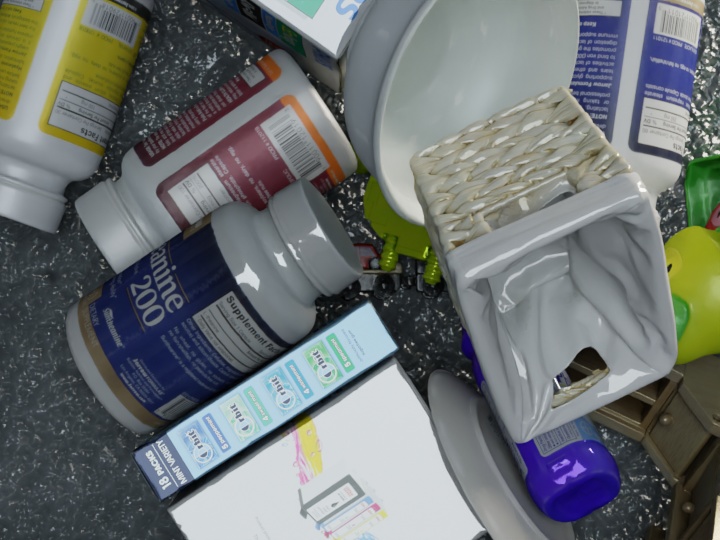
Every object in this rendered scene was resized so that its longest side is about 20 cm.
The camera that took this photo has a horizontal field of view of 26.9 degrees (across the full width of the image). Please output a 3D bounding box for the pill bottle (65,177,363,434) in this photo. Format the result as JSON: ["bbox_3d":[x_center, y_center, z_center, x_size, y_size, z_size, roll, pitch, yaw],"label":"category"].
[{"bbox_3d":[-0.102,0.021,1.078,0.199,0.111,0.112,-32,90,10],"label":"pill bottle"}]

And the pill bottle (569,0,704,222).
[{"bbox_3d":[0.194,-0.123,1.154,0.114,0.116,0.202,9,89,-2],"label":"pill bottle"}]

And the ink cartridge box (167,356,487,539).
[{"bbox_3d":[-0.021,0.176,1.139,0.199,0.147,0.145,-33,89,-3],"label":"ink cartridge box"}]

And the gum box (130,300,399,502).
[{"bbox_3d":[-0.069,0.093,1.129,0.199,0.170,0.045,-33,90,-2],"label":"gum box"}]

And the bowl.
[{"bbox_3d":[0.054,-0.140,1.036,0.090,0.201,0.202,34,87,36],"label":"bowl"}]

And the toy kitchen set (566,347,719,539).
[{"bbox_3d":[0.197,0.169,1.148,0.179,0.201,0.164,25,129,-1],"label":"toy kitchen set"}]

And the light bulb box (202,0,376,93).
[{"bbox_3d":[-0.063,-0.247,1.124,0.199,0.198,0.125,34,90,1],"label":"light bulb box"}]

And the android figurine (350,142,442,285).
[{"bbox_3d":[0.067,-0.090,1.162,0.181,0.041,0.202,19,90,39],"label":"android figurine"}]

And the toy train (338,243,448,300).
[{"bbox_3d":[0.000,0.000,1.201,0.198,0.034,0.046,-1,85,-2],"label":"toy train"}]

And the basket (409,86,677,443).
[{"bbox_3d":[0.121,-0.004,1.012,0.134,0.201,0.124,-25,49,-1],"label":"basket"}]

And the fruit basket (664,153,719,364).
[{"bbox_3d":[0.286,-0.014,1.127,0.213,0.216,0.157,-5,89,-2],"label":"fruit basket"}]

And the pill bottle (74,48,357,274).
[{"bbox_3d":[-0.111,-0.069,1.159,0.199,0.114,0.115,-34,90,-2],"label":"pill bottle"}]

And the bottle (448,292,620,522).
[{"bbox_3d":[0.124,0.086,1.122,0.065,0.084,0.201,-30,56,9],"label":"bottle"}]

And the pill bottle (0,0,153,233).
[{"bbox_3d":[-0.240,-0.136,1.158,0.110,0.111,0.202,19,87,-1],"label":"pill bottle"}]

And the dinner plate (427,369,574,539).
[{"bbox_3d":[0.114,0.156,1.118,0.024,0.200,0.201,-34,90,14],"label":"dinner plate"}]
